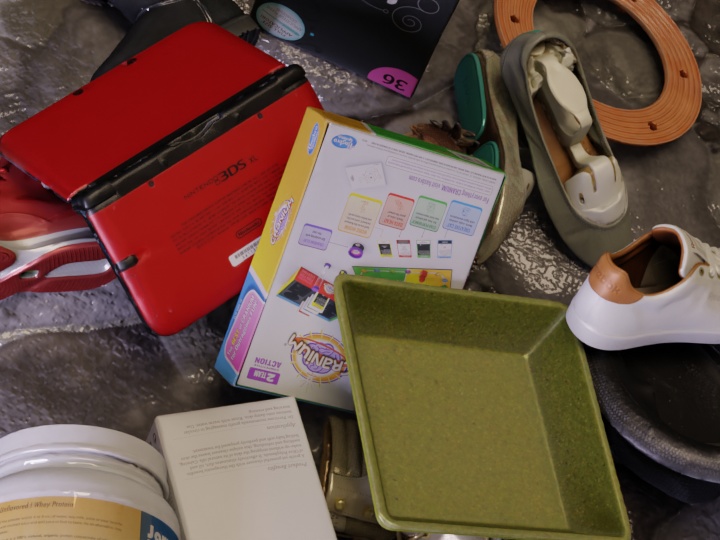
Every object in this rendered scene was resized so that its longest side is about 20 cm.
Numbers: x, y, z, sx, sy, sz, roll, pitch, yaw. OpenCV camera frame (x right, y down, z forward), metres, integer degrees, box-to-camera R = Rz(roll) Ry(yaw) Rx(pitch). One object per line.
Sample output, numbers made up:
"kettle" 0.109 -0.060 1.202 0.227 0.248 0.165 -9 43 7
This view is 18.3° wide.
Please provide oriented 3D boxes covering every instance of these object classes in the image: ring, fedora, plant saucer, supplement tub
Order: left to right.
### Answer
"supplement tub" -0.189 0.215 1.431 0.144 0.145 0.200 8 59 -13
"plant saucer" 0.075 0.107 1.552 0.199 0.048 0.200 8 52 -27
"ring" 0.195 -0.181 1.848 0.200 0.019 0.201 17 50 -21
"fedora" 0.238 0.101 1.661 0.200 0.092 0.201 8 44 -8

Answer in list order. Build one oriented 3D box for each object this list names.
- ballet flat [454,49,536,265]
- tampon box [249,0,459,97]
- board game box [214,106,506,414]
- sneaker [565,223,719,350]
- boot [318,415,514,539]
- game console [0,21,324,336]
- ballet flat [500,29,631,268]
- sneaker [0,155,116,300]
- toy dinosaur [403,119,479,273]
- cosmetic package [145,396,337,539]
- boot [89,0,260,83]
"ballet flat" 0.112 -0.090 1.761 0.062 0.067 0.200 16 56 -24
"tampon box" 0.018 -0.262 1.750 0.150 0.200 0.126 24 56 -1
"board game box" 0.000 0.000 1.585 0.153 0.200 0.040 16 11 -28
"sneaker" 0.249 0.005 1.631 0.200 0.085 0.073 -11 48 -33
"boot" 0.042 0.195 1.560 0.155 0.073 0.200 8 56 -14
"game console" -0.128 -0.070 1.616 0.200 0.119 0.173 -34 104 -24
"ballet flat" 0.167 -0.093 1.737 0.067 0.064 0.200 -25 94 -22
"sneaker" -0.274 -0.040 1.610 0.200 0.078 0.116 1 51 -31
"toy dinosaur" 0.051 -0.040 1.684 0.135 0.086 0.200 -15 63 -14
"cosmetic package" -0.075 0.196 1.515 0.107 0.085 0.200 -6 63 -20
"boot" -0.198 -0.224 1.737 0.165 0.066 0.200 -30 76 -39
